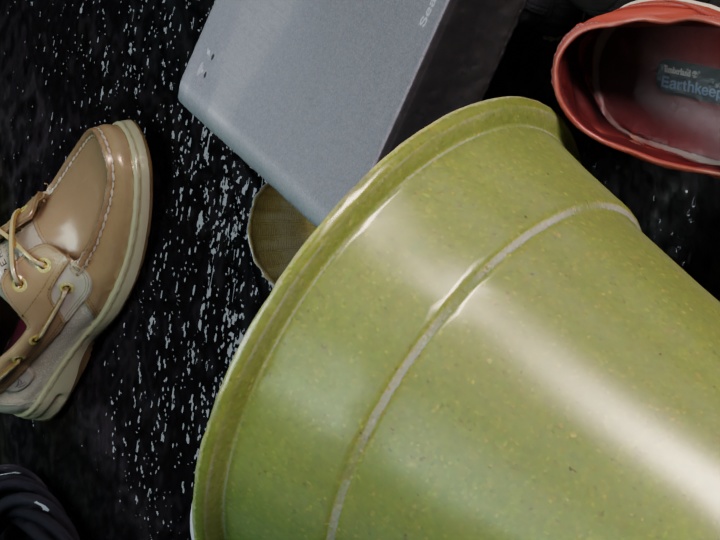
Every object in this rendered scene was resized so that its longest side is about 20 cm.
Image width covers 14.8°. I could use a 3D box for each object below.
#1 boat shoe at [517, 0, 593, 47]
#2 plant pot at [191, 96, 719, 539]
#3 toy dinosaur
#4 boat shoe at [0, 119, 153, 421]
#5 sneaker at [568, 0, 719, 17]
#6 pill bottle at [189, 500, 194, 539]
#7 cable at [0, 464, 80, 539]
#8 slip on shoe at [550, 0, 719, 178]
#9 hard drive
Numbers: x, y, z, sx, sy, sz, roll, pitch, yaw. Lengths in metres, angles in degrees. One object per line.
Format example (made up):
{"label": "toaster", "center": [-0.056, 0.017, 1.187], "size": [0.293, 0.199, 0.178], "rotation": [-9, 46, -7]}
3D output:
{"label": "boat shoe", "center": [0.051, -0.163, 1.120], "size": [0.200, 0.060, 0.076], "rotation": [56, 133, 46]}
{"label": "plant pot", "center": [0.079, 0.076, 0.915], "size": [0.190, 0.200, 0.201], "rotation": [35, 119, 27]}
{"label": "toy dinosaur", "center": [0.000, 0.000, 1.143], "size": [0.058, 0.101, 0.201], "rotation": [-36, 53, 57]}
{"label": "boat shoe", "center": [-0.167, 0.004, 1.466], "size": [0.200, 0.066, 0.074], "rotation": [-64, 37, 33]}
{"label": "sneaker", "center": [0.125, -0.172, 0.965], "size": [0.076, 0.090, 0.201], "rotation": [46, 124, 56]}
{"label": "pill bottle", "center": [0.009, 0.132, 1.105], "size": [0.200, 0.111, 0.112], "rotation": [34, 116, 56]}
{"label": "cable", "center": [-0.192, 0.203, 1.500], "size": [0.163, 0.051, 0.201], "rotation": [-20, 68, 57]}
{"label": "slip on shoe", "center": [0.147, -0.051, 0.909], "size": [0.200, 0.061, 0.074], "rotation": [16, 107, 39]}
{"label": "hard drive", "center": [-0.002, -0.097, 1.059], "size": [0.140, 0.033, 0.200], "rotation": [-65, 27, 9]}
